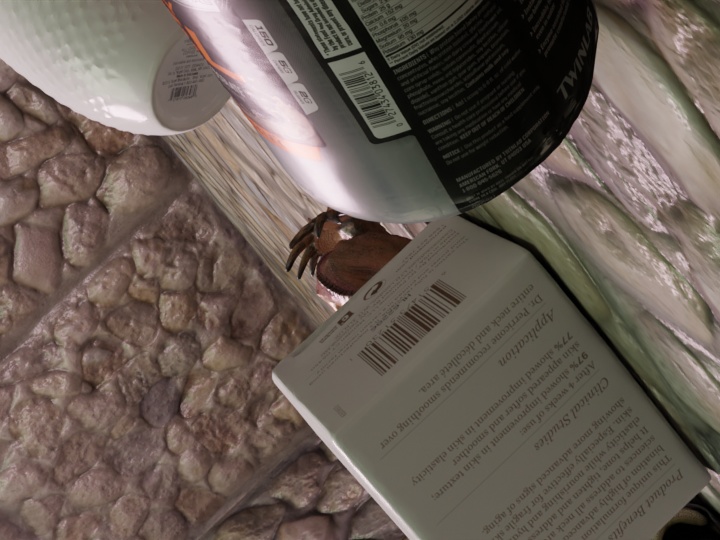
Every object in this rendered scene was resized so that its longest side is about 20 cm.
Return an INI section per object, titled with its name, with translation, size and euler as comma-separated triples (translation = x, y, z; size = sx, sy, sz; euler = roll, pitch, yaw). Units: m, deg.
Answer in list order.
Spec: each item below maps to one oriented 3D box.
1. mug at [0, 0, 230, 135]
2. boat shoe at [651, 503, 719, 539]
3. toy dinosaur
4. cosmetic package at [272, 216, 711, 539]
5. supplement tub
[mug]
translation = -0.155, -0.177, 1.349
size = 0.175, 0.149, 0.199
euler = 36, -160, 32
[boat shoe]
translation = 0.219, 0.189, 1.275
size = 0.200, 0.072, 0.065
euler = 45, 164, 57
[toy dinosaur]
translation = 0.000, 0.000, 1.353
size = 0.135, 0.086, 0.200
euler = 32, -167, 0
[cosmetic package]
translation = 0.079, 0.099, 1.192
size = 0.200, 0.167, 0.166
euler = 50, 174, -18
[supplement tub]
translation = -0.009, -0.114, 0.566
size = 0.122, 0.122, 0.200
euler = 43, 173, 39
